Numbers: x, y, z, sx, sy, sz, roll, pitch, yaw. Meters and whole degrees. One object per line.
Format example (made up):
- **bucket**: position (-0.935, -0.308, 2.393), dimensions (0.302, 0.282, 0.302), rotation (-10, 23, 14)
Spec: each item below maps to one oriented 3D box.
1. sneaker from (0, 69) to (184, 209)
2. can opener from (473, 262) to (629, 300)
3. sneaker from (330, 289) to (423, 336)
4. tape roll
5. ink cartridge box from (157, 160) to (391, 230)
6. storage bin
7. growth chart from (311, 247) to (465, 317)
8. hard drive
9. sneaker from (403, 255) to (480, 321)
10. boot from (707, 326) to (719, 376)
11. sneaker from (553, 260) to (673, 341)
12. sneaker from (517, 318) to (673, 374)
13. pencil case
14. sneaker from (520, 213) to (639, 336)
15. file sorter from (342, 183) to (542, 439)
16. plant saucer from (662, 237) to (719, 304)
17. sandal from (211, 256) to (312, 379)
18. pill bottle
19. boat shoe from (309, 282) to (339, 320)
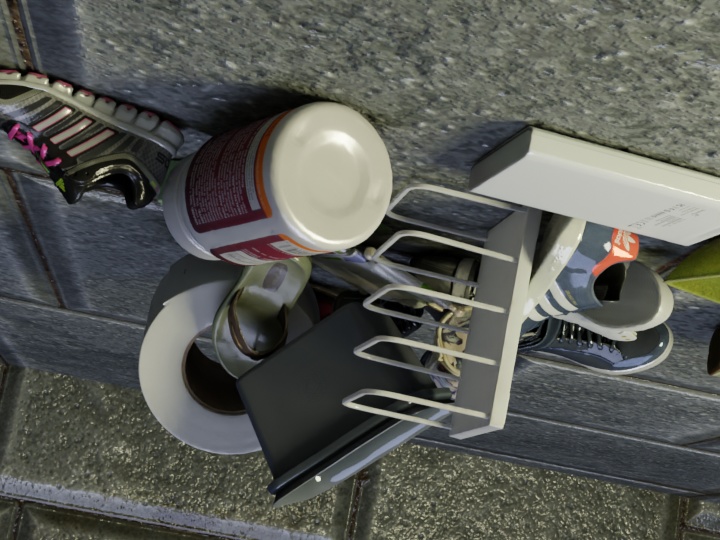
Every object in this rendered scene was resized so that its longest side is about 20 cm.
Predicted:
- **sneaker**: position (-0.248, -0.103, 1.167), dimensions (0.199, 0.088, 0.074), rotation (16, 167, -21)
- **can opener**: position (0.182, -0.003, 1.369), dimensions (0.053, 0.067, 0.200), rotation (18, 153, -26)
- **sneaker**: position (0.023, 0.046, 1.549), dimensions (0.079, 0.076, 0.200), rotation (-6, -162, 19)
- **tape roll**: position (-0.140, 0.083, 1.558), dimensions (0.201, 0.204, 0.139), rotation (12, -164, -7)
- **ink cartridge box**: position (-0.078, -0.052, 1.355), dimensions (0.145, 0.048, 0.200), rotation (3, 163, 30)
- **storage bin**: position (-0.018, 0.127, 1.419), dimensions (0.200, 0.135, 0.145), rotation (-34, 165, 19)
- **growth chart**: position (0.000, 0.000, 1.428), dimensions (0.144, 0.018, 0.200), rotation (34, 168, -29)
- **hard drive**: position (0.201, -0.063, 1.117), dimensions (0.199, 0.026, 0.132), rotation (14, 167, -13)
- **sneaker**: position (0.085, 0.023, 1.520), dimensions (0.090, 0.067, 0.200), rotation (14, 167, 9)
- **boot**: position (0.466, 0.094, 1.497), dimensions (0.154, 0.073, 0.200), rotation (11, 173, 0)
- **sneaker**: position (0.262, 0.030, 1.397), dimensions (0.115, 0.074, 0.200), rotation (16, 176, -31)
- **sneaker**: position (0.228, 0.061, 1.529), dimensions (0.201, 0.077, 0.146), rotation (6, 170, 25)
- **pencil case**: position (0.105, 0.095, 1.479), dimensions (0.089, 0.078, 0.200), rotation (-20, 167, -8)
- **sneaker**: position (0.186, 0.016, 1.265), dimensions (0.084, 0.075, 0.200), rotation (20, 150, -5)
- **file sorter**: position (0.070, 0.035, 1.266), dimensions (0.124, 0.201, 0.139), rotation (14, 167, -9)
- **plant saucer**: position (0.400, 0.005, 1.208), dimensions (0.199, 0.048, 0.200), rotation (18, 166, -30)
- **sandal**: position (-0.104, 0.049, 1.417), dimensions (0.079, 0.058, 0.201), rotation (11, 137, -10)
- **pill bottle**: position (-0.074, -0.064, 1.137), dimensions (0.114, 0.115, 0.200), rotation (18, 166, -32)
- **boat shoe**: position (-0.077, 0.041, 1.733), dimensions (0.199, 0.074, 0.066), rotation (13, 155, -21)
